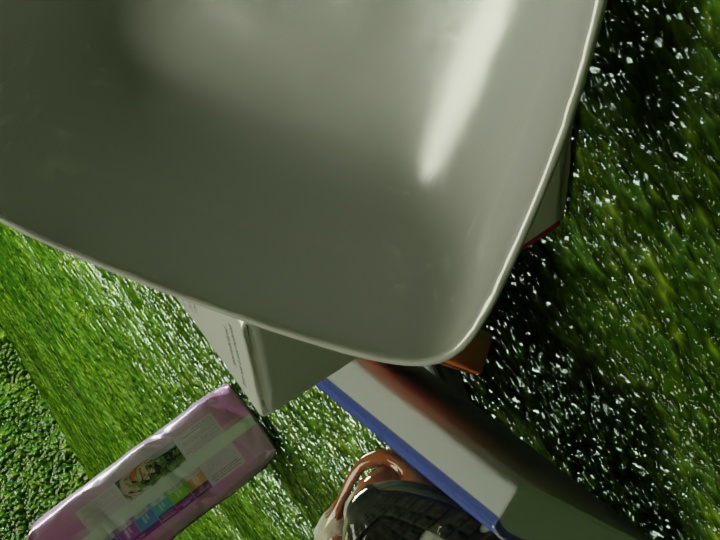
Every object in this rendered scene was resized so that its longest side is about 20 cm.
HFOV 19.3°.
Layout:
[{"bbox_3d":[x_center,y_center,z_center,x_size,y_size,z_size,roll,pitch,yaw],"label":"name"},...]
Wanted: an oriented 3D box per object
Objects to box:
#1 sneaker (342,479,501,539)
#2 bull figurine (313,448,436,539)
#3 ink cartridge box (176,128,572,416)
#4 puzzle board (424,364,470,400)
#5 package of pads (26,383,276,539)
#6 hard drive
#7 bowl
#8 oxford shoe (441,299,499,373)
[{"bbox_3d":[0.052,0.132,0.970,0.200,0.077,0.089,34,-162,-42],"label":"sneaker"},{"bbox_3d":[0.047,0.182,1.058,0.121,0.065,0.201,-34,82,53],"label":"bull figurine"},{"bbox_3d":[-0.036,-0.071,0.812,0.200,0.144,0.084,52,166,24],"label":"ink cartridge box"},{"bbox_3d":[0.000,0.000,1.100,0.151,0.017,0.201,34,152,56],"label":"puzzle board"},{"bbox_3d":[-0.162,0.174,1.629,0.076,0.200,0.121,53,169,1],"label":"package of pads"},{"bbox_3d":[0.043,0.076,0.944,0.132,0.025,0.200,30,-176,-43],"label":"hard drive"},{"bbox_3d":[-0.025,-0.087,0.674,0.199,0.075,0.201,19,124,3],"label":"bowl"},{"bbox_3d":[0.025,-0.003,0.932,0.071,0.073,0.200,19,180,-15],"label":"oxford shoe"}]
